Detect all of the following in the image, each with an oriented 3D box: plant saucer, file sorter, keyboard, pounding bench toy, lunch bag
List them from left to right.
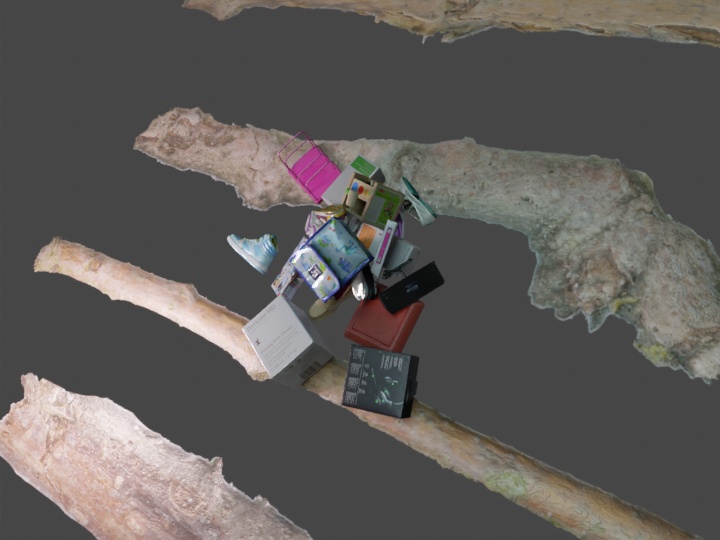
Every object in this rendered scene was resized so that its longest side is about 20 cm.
[{"bbox_3d":[-0.177,-0.366,1.916,0.139,0.126,0.200,-42,60,-1],"label":"file sorter"},{"bbox_3d":[-0.088,-0.031,1.592,0.200,0.127,0.171,-41,86,11],"label":"lunch bag"},{"bbox_3d":[0.004,-0.228,1.702,0.156,0.198,0.126,36,106,47],"label":"pounding bench toy"},{"bbox_3d":[0.065,0.145,1.659,0.198,0.037,0.202,23,79,28],"label":"plant saucer"},{"bbox_3d":[0.140,0.031,1.625,0.198,0.021,0.128,-30,94,-6],"label":"keyboard"}]

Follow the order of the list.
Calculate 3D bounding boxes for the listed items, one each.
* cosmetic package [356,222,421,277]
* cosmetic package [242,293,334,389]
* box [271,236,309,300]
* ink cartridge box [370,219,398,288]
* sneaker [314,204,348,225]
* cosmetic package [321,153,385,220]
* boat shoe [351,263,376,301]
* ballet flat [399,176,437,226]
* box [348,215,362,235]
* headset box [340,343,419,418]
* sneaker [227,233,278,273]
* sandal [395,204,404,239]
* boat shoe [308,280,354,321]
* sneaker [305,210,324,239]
[{"bbox_3d":[0.079,-0.067,1.707,0.199,0.071,0.103,30,100,28],"label":"cosmetic package"},{"bbox_3d":[-0.219,0.219,1.662,0.167,0.166,0.200,-41,59,1],"label":"cosmetic package"},{"bbox_3d":[-0.208,-0.003,1.768,0.201,0.040,0.137,-56,25,3],"label":"box"},{"bbox_3d":[0.066,-0.051,1.616,0.037,0.095,0.203,17,96,4],"label":"ink cartridge box"},{"bbox_3d":[-0.089,-0.156,1.731,0.074,0.200,0.091,-23,104,-12],"label":"sneaker"},{"bbox_3d":[-0.023,-0.278,1.844,0.107,0.085,0.201,37,84,28],"label":"cosmetic package"},{"bbox_3d":[0.000,0.000,1.684,0.075,0.060,0.203,-27,66,42],"label":"boat shoe"},{"bbox_3d":[0.169,-0.219,1.761,0.069,0.069,0.201,-36,62,3],"label":"ballet flat"},{"bbox_3d":[-0.056,-0.092,1.803,0.041,0.039,0.201,32,82,30],"label":"box"},{"bbox_3d":[0.063,0.312,1.541,0.197,0.093,0.177,6,80,24],"label":"headset box"},{"bbox_3d":[-0.363,-0.093,1.901,0.199,0.080,0.131,39,87,20],"label":"sneaker"},{"bbox_3d":[0.104,-0.176,1.770,0.081,0.050,0.205,-17,64,13],"label":"sandal"},{"bbox_3d":[-0.090,0.081,1.725,0.199,0.069,0.074,-40,60,1],"label":"boat shoe"},{"bbox_3d":[-0.129,-0.135,1.819,0.201,0.098,0.076,-112,39,-59],"label":"sneaker"}]
